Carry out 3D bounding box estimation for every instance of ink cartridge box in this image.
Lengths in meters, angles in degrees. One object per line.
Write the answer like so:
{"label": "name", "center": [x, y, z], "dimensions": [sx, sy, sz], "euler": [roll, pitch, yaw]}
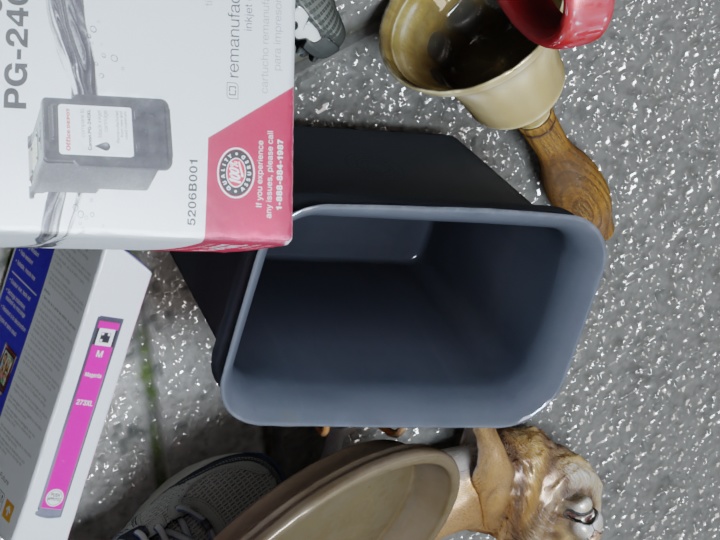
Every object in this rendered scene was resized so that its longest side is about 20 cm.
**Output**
{"label": "ink cartridge box", "center": [-0.151, 0.032, 1.489], "dimensions": [0.037, 0.095, 0.201], "euler": [7, 108, -31]}
{"label": "ink cartridge box", "center": [-0.136, -0.083, 1.363], "dimensions": [0.199, 0.083, 0.146], "euler": [1, 89, -26]}

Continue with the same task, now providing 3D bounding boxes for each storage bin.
{"label": "storage bin", "center": [0.000, 0.000, 1.532], "dimensions": [0.199, 0.134, 0.146], "euler": [2, 119, -29]}

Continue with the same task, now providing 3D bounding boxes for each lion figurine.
{"label": "lion figurine", "center": [0.038, 0.129, 1.665], "dimensions": [0.199, 0.073, 0.123], "euler": [-15, 127, -7]}

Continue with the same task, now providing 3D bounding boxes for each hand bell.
{"label": "hand bell", "center": [0.095, -0.076, 1.597], "dimensions": [0.104, 0.104, 0.200], "euler": [-41, 136, -6]}

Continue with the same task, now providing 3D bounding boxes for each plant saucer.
{"label": "plant saucer", "center": [-0.034, 0.156, 1.547], "dimensions": [0.200, 0.029, 0.200], "euler": [-35, 157, -17]}

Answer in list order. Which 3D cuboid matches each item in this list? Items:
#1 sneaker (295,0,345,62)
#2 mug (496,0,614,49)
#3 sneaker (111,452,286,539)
{"label": "sneaker", "center": [-0.044, -0.193, 1.465], "dimensions": [0.090, 0.066, 0.200], "euler": [-38, 122, -6]}
{"label": "mug", "center": [0.073, -0.217, 1.437], "dimensions": [0.133, 0.200, 0.178], "euler": [22, 101, -35]}
{"label": "sneaker", "center": [-0.115, 0.170, 1.563], "dimensions": [0.200, 0.085, 0.077], "euler": [-41, 88, -8]}
